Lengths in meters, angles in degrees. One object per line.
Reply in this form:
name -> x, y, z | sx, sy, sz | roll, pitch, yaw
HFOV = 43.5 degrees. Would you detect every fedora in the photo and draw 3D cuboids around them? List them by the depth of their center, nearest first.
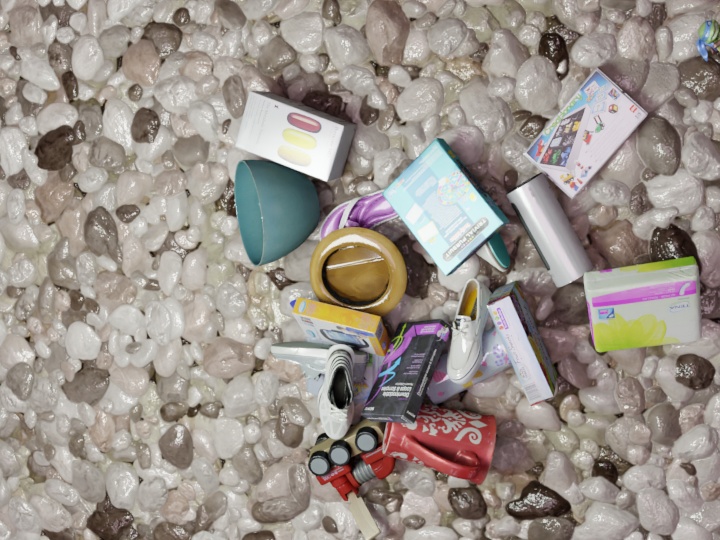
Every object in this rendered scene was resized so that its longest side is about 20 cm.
fedora -> 0.000, 0.000, 1.762 | 0.196, 0.082, 0.205 | 4, 107, 14

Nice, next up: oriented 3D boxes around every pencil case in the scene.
pencil case -> 0.206, 0.181, 1.745 | 0.198, 0.091, 0.084 | -29, 116, 18

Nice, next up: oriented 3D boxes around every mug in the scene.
mug -> 0.151, 0.316, 1.714 | 0.196, 0.178, 0.136 | 14, 78, -2

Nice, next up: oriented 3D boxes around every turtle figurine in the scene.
turtle figurine -> 0.674, -0.392, 1.489 | 0.190, 0.146, 0.201 | 12, 146, -6

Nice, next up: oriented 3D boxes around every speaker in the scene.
speaker -> 0.351, -0.074, 1.669 | 0.080, 0.081, 0.203 | -29, 92, 16

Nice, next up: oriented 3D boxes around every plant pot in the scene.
plant pot -> -0.155, -0.120, 1.747 | 0.132, 0.199, 0.205 | -10, 98, -20

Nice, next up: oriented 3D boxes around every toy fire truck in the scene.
toy fire truck -> 0.007, 0.417, 1.823 | 0.174, 0.129, 0.202 | -28, 103, 16

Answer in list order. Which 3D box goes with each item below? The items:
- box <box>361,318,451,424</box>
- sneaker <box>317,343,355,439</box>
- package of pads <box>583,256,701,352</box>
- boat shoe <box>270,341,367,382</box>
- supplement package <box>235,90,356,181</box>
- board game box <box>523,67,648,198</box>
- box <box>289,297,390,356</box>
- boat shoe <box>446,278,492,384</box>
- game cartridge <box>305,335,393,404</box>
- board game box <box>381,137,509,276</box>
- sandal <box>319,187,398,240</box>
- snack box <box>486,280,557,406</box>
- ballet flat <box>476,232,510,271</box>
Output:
box -> 0.085, 0.190, 1.704 | 0.036, 0.142, 0.203 | 33, 67, -25
sneaker -> -0.049, 0.254, 1.718 | 0.074, 0.116, 0.205 | 4, 114, 1
package of pads -> 0.511, 0.067, 1.630 | 0.196, 0.069, 0.157 | -8, 125, 15
boat shoe -> -0.085, 0.185, 1.789 | 0.196, 0.070, 0.073 | 7, 96, 10
supplement package -> -0.122, -0.260, 1.740 | 0.196, 0.109, 0.116 | 21, 104, 10
board game box -> 0.409, -0.249, 1.649 | 0.126, 0.035, 0.201 | 42, 106, 4
box -> -0.047, 0.108, 1.757 | 0.196, 0.120, 0.042 | 11, 66, 18
boat shoe -> 0.197, 0.109, 1.690 | 0.070, 0.070, 0.203 | 3, 63, 38
game cartridge -> -0.017, 0.201, 1.829 | 0.195, 0.040, 0.137 | 2, 103, 14
board game box -> 0.156, -0.117, 1.675 | 0.151, 0.047, 0.201 | -42, 78, 23
sandal -> -0.001, -0.106, 1.766 | 0.200, 0.050, 0.083 | -31, 91, 17
snack box -> 0.303, 0.132, 1.682 | 0.052, 0.142, 0.203 | -23, 94, 17
ballet flat -> 0.218, -0.084, 1.715 | 0.069, 0.069, 0.203 | -27, 88, 16
